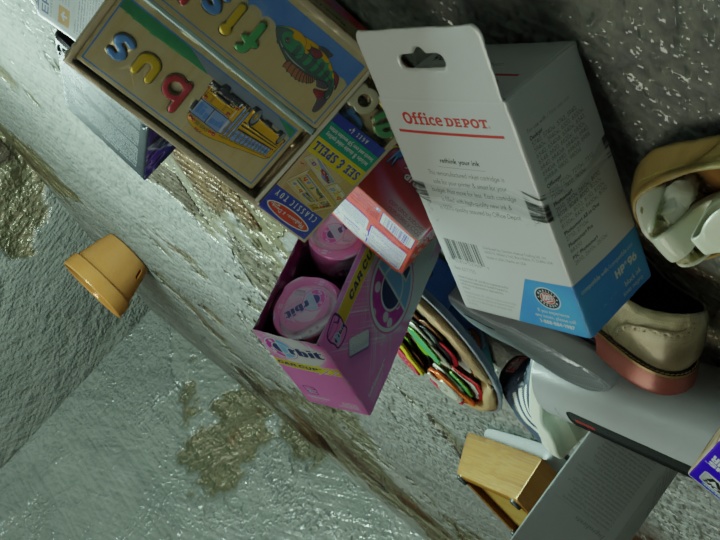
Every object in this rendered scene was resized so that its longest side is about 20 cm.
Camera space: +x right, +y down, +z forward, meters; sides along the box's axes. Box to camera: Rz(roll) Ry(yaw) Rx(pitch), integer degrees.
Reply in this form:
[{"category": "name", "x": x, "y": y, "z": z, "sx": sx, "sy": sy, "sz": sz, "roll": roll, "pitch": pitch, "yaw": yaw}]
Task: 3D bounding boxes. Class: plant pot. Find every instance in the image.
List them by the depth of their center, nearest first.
[{"category": "plant pot", "x": -0.644, "y": 0.002, "z": 2.737, "sx": 0.199, "sy": 0.140, "sz": 0.200, "roll": 40, "pitch": 166, "yaw": 12}]

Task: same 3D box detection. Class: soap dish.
[{"category": "soap dish", "x": 0.215, "y": 0.280, "z": 1.315, "sx": 0.158, "sy": 0.081, "sz": 0.200, "roll": 47, "pitch": 167, "yaw": -14}]

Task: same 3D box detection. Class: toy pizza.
[{"category": "toy pizza", "x": 0.058, "y": 0.068, "z": 1.026, "sx": 0.200, "sy": 0.032, "sz": 0.201, "roll": 45, "pitch": 166, "yaw": 14}]

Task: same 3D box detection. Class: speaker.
[{"category": "speaker", "x": 0.218, "y": 0.097, "z": 0.789, "sx": 0.081, "sy": 0.081, "sz": 0.199, "roll": 51, "pitch": 164, "yaw": -29}]

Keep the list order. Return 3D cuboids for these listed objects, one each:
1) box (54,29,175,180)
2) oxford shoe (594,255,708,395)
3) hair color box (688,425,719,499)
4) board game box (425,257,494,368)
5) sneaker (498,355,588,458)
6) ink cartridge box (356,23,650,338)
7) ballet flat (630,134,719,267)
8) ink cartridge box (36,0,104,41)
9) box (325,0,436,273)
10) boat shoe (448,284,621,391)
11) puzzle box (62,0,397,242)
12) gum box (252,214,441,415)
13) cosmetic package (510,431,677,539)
[{"category": "box", "x": -0.172, "y": -0.183, "z": 0.913, "sx": 0.104, "sy": 0.148, "sz": 0.200, "roll": 43, "pitch": 167, "yaw": -4}, {"category": "oxford shoe", "x": 0.158, "y": -0.003, "z": 0.735, "sx": 0.199, "sy": 0.070, "sz": 0.076, "roll": 37, "pitch": 138, "yaw": 31}, {"category": "hair color box", "x": 0.245, "y": 0.063, "z": 0.557, "sx": 0.065, "sy": 0.109, "sz": 0.201, "roll": 37, "pitch": 164, "yaw": 20}, {"category": "board game box", "x": 0.060, "y": 0.035, "z": 1.107, "sx": 0.151, "sy": 0.045, "sz": 0.201, "roll": 35, "pitch": 164, "yaw": 30}, {"category": "sneaker", "x": 0.161, "y": 0.098, "z": 0.965, "sx": 0.084, "sy": 0.075, "sz": 0.201, "roll": 43, "pitch": 163, "yaw": 31}, {"category": "ink cartridge box", "x": 0.086, "y": -0.068, "z": 0.637, "sx": 0.115, "sy": 0.068, "sz": 0.202, "roll": 14, "pitch": 136, "yaw": 52}, {"category": "ballet flat", "x": 0.180, "y": -0.034, "z": 0.547, "sx": 0.069, "sy": 0.063, "sz": 0.200, "roll": 44, "pitch": 166, "yaw": -2}, {"category": "ink cartridge box", "x": -0.140, "y": -0.225, "z": 0.716, "sx": 0.199, "sy": 0.043, "sz": 0.199, "roll": 37, "pitch": 129, "yaw": 28}, {"category": "box", "x": -0.007, "y": -0.106, "z": 0.787, "sx": 0.200, "sy": 0.095, "sz": 0.103, "roll": 42, "pitch": 165, "yaw": 6}, {"category": "boat shoe", "x": 0.136, "y": 0.031, "z": 0.818, "sx": 0.072, "sy": 0.062, "sz": 0.200, "roll": 40, "pitch": 176, "yaw": -31}, {"category": "puzzle box", "x": -0.070, "y": -0.122, "z": 0.672, "sx": 0.199, "sy": 0.133, "sz": 0.026, "roll": 36, "pitch": -155, "yaw": -21}, {"category": "gum box", "x": 0.000, "y": 0.000, "z": 0.880, "sx": 0.065, "sy": 0.202, "sz": 0.114, "roll": 8, "pitch": 150, "yaw": 30}, {"category": "cosmetic package", "x": 0.196, "y": 0.197, "z": 0.885, "sx": 0.074, "sy": 0.200, "sz": 0.102, "roll": 35, "pitch": 164, "yaw": 25}]
